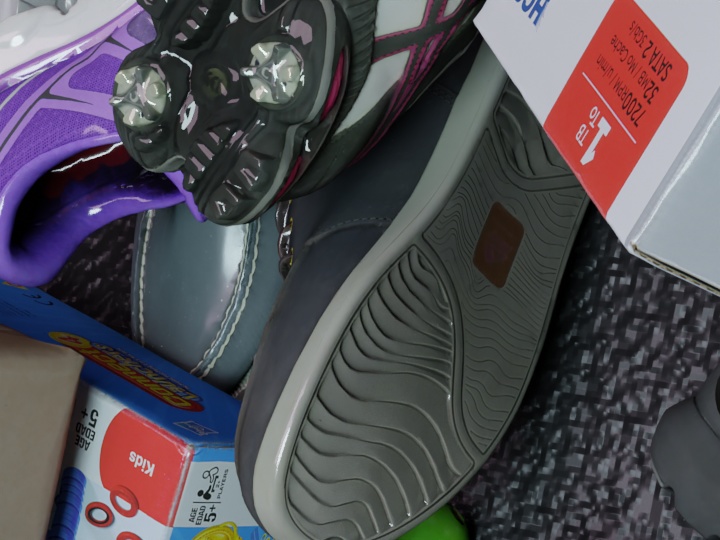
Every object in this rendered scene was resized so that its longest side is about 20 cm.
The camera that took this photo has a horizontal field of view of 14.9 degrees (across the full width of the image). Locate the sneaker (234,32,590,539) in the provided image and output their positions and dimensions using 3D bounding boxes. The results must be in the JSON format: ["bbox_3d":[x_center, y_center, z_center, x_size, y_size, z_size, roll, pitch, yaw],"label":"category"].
[{"bbox_3d":[0.000,0.000,0.833,0.106,0.075,0.200,-1,49,45],"label":"sneaker"}]

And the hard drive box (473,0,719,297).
[{"bbox_3d":[0.122,-0.102,0.643,0.201,0.077,0.156,-61,21,15],"label":"hard drive box"}]

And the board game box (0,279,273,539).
[{"bbox_3d":[-0.125,0.111,0.899,0.200,0.056,0.197,25,104,40],"label":"board game box"}]

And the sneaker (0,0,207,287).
[{"bbox_3d":[-0.038,-0.060,0.827,0.200,0.081,0.084,-36,50,15],"label":"sneaker"}]

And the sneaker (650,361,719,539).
[{"bbox_3d":[0.155,0.078,0.705,0.079,0.075,0.200,-52,53,12],"label":"sneaker"}]

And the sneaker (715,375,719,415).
[{"bbox_3d":[0.173,0.023,0.646,0.200,0.075,0.077,0,48,47],"label":"sneaker"}]

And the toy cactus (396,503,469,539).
[{"bbox_3d":[-0.007,0.148,0.774,0.164,0.102,0.201,-2,62,-1],"label":"toy cactus"}]

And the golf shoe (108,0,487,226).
[{"bbox_3d":[0.010,-0.101,0.737,0.077,0.088,0.200,49,119,20],"label":"golf shoe"}]

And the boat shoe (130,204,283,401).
[{"bbox_3d":[-0.052,-0.051,0.912,0.073,0.062,0.201,5,82,36],"label":"boat shoe"}]

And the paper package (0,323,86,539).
[{"bbox_3d":[-0.194,0.099,0.786,0.103,0.190,0.201,21,101,45],"label":"paper package"}]

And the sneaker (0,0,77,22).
[{"bbox_3d":[-0.092,-0.142,0.973,0.080,0.076,0.201,4,75,50],"label":"sneaker"}]
